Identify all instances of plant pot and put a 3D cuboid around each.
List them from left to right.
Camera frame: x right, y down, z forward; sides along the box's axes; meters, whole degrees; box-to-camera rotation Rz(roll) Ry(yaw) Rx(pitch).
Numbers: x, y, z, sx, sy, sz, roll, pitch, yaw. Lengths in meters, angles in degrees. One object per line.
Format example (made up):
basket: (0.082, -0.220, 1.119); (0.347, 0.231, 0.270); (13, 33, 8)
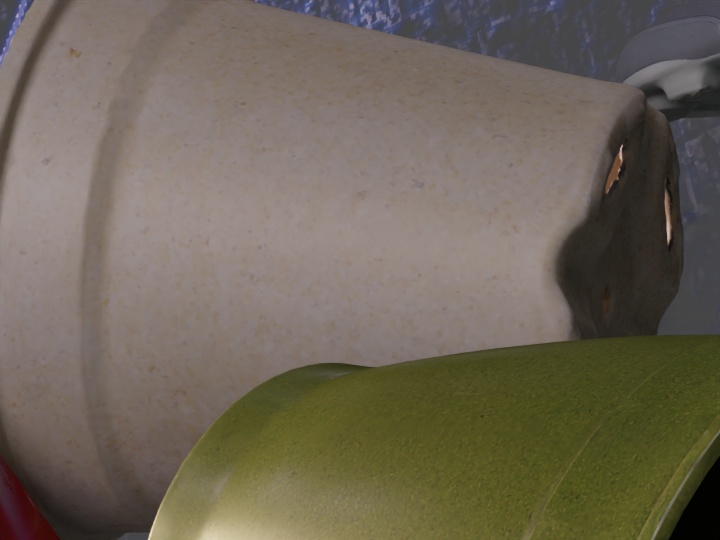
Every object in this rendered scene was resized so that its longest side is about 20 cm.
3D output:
plant pot: (0.000, 0.000, 0.890); (0.182, 0.200, 0.202); (6, 74, 20)
plant pot: (0.049, 0.101, 0.722); (0.192, 0.200, 0.202); (9, 76, 45)

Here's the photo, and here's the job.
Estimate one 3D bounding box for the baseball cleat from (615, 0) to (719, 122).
baseball cleat: (0.168, -0.113, 0.888); (0.199, 0.070, 0.107); (-17, 71, 24)

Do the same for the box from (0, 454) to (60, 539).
box: (-0.126, 0.150, 0.868); (0.095, 0.201, 0.100); (-14, 36, 22)
